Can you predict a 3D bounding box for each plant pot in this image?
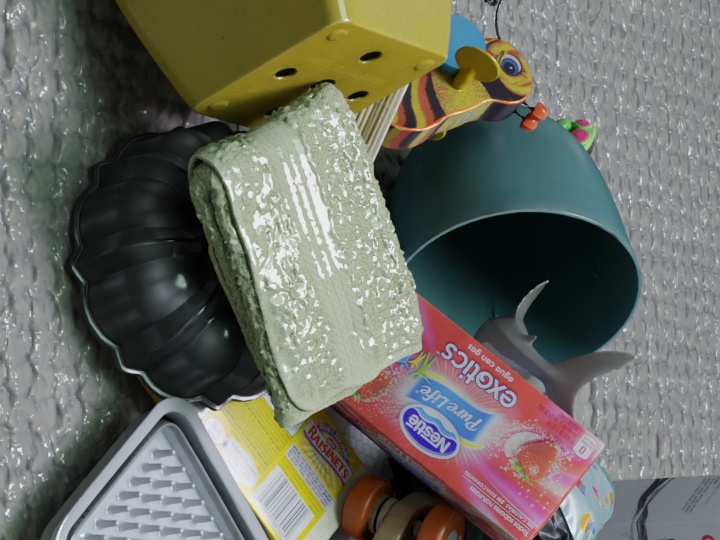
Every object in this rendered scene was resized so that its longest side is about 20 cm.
[{"bbox_3d":[-0.048,-0.203,1.565,0.200,0.200,0.177,11,56,-55],"label":"plant pot"},{"bbox_3d":[0.112,-0.035,1.827,0.201,0.200,0.161,47,26,-41],"label":"plant pot"}]

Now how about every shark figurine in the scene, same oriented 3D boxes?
[{"bbox_3d":[0.127,0.049,1.729,0.128,0.214,0.090,39,84,-6],"label":"shark figurine"}]

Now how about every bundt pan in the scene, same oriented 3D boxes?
[{"bbox_3d":[-0.093,-0.010,1.555,0.202,0.076,0.202,11,70,-33],"label":"bundt pan"}]

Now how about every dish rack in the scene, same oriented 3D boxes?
[{"bbox_3d":[-0.134,0.204,1.531,0.172,0.043,0.200,-51,125,-42],"label":"dish rack"}]

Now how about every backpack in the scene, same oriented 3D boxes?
[{"bbox_3d":[0.123,0.185,1.809,0.167,0.126,0.200,59,14,4],"label":"backpack"}]

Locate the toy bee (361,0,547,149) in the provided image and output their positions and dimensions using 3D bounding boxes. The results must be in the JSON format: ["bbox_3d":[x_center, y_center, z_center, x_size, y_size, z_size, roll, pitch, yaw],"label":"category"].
[{"bbox_3d":[0.086,-0.142,1.720,0.109,0.200,0.131,50,-9,5],"label":"toy bee"}]

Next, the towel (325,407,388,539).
[{"bbox_3d":[-0.030,0.087,1.728,0.191,0.032,0.200,63,37,-26],"label":"towel"}]

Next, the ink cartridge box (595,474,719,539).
[{"bbox_3d":[0.257,0.259,1.970,0.084,0.200,0.145,-42,118,-51],"label":"ink cartridge box"}]

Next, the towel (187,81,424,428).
[{"bbox_3d":[-0.031,-0.011,1.517,0.148,0.036,0.200,-33,112,-38],"label":"towel"}]

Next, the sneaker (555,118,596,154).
[{"bbox_3d":[0.159,-0.056,2.017,0.084,0.077,0.200,72,34,-46],"label":"sneaker"}]

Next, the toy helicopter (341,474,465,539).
[{"bbox_3d":[0.013,0.255,1.651,0.200,0.079,0.132,-63,154,-16],"label":"toy helicopter"}]

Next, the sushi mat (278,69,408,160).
[{"bbox_3d":[-0.016,-0.134,1.663,0.200,0.096,0.012,-65,168,-1],"label":"sushi mat"}]

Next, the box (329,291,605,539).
[{"bbox_3d":[0.065,0.103,1.636,0.095,0.200,0.103,-50,174,-8],"label":"box"}]

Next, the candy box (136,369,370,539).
[{"bbox_3d":[-0.075,0.108,1.611,0.200,0.026,0.102,56,49,-19],"label":"candy box"}]
